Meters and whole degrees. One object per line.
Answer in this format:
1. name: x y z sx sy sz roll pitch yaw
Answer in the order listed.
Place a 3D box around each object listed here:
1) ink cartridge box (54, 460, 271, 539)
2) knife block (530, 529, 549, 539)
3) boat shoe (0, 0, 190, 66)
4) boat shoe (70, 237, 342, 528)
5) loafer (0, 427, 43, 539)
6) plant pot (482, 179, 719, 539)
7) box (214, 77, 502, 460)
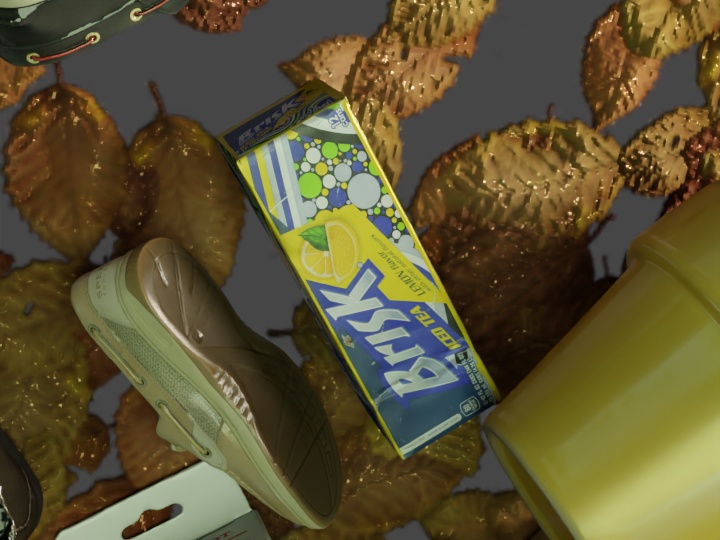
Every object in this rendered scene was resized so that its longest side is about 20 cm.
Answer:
1. ink cartridge box: -0.083 0.221 1.080 0.115 0.067 0.201 -26 111 -5
2. knife block: 0.100 0.241 1.117 0.175 0.064 0.200 -43 113 -13
3. boat shoe: -0.105 -0.170 0.964 0.201 0.074 0.063 -28 147 -15
4. boat shoe: -0.082 0.069 1.042 0.065 0.072 0.200 -21 121 31
5. loafer: -0.234 0.078 0.996 0.073 0.071 0.200 -39 112 0
6. plant pot: 0.178 0.082 1.031 0.188 0.201 0.201 -33 111 -5
7. box: 0.000 0.000 1.038 0.070 0.064 0.201 -30 111 -4
